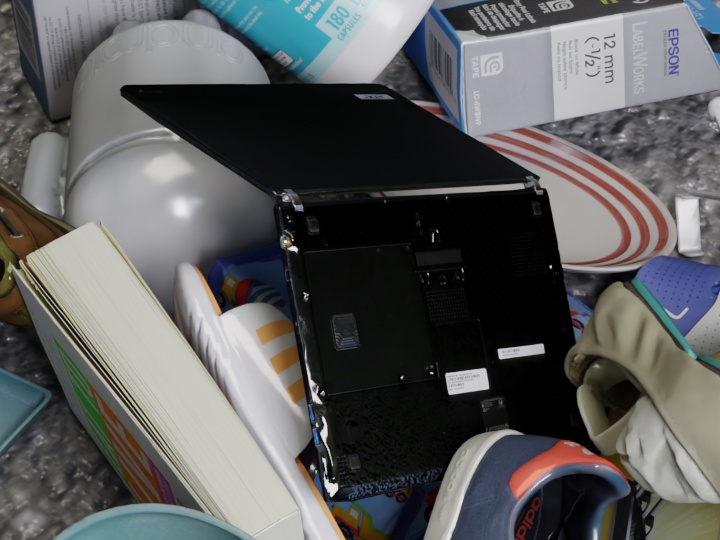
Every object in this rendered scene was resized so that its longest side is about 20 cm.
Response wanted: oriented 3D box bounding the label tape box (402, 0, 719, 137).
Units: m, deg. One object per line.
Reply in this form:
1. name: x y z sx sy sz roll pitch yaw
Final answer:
1. label tape box: 0.134 -0.149 1.179 0.199 0.066 0.143 -13 30 -9

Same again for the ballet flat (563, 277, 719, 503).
1. ballet flat: 0.132 0.063 0.848 0.069 0.070 0.200 -9 17 -8

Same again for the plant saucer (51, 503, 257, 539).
1. plant saucer: -0.068 0.192 0.812 0.199 0.201 0.036 30 18 27

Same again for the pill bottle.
1. pill bottle: -0.056 -0.191 1.106 0.200 0.111 0.111 36 48 -11

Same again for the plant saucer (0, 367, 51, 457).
1. plant saucer: -0.258 0.052 1.042 0.199 0.019 0.070 22 50 22

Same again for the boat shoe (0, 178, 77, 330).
1. boat shoe: -0.210 -0.019 1.031 0.199 0.072 0.068 13 0 44

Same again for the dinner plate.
1. dinner plate: 0.074 -0.041 1.088 0.199 0.024 0.200 16 23 -7

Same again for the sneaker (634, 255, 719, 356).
1. sneaker: 0.239 0.015 0.992 0.199 0.116 0.080 23 31 22

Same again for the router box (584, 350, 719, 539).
1. router box: 0.149 0.129 0.874 0.052 0.157 0.201 39 41 -24

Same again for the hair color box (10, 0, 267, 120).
1. hair color box: -0.107 -0.172 1.203 0.199 0.099 0.061 -19 47 -17

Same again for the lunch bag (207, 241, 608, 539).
1. lunch bag: 0.039 0.040 1.018 0.150 0.094 0.199 36 41 29

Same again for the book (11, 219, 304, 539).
1. book: -0.083 0.089 0.923 0.048 0.134 0.200 -28 50 -18

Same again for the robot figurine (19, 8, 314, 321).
1. robot figurine: -0.102 -0.054 1.078 0.169 0.113 0.201 -12 45 6

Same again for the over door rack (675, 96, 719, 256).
1. over door rack: 0.246 -0.055 1.020 0.147 0.200 0.067 -3 82 -2

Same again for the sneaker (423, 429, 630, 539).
1. sneaker: 0.059 0.161 0.824 0.084 0.075 0.201 -2 67 46

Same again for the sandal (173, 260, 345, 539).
1. sandal: -0.022 0.082 0.897 0.059 0.079 0.207 -25 70 -17

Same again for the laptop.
1. laptop: 0.000 0.000 0.923 0.177 0.201 0.103 -6 -6 -44
